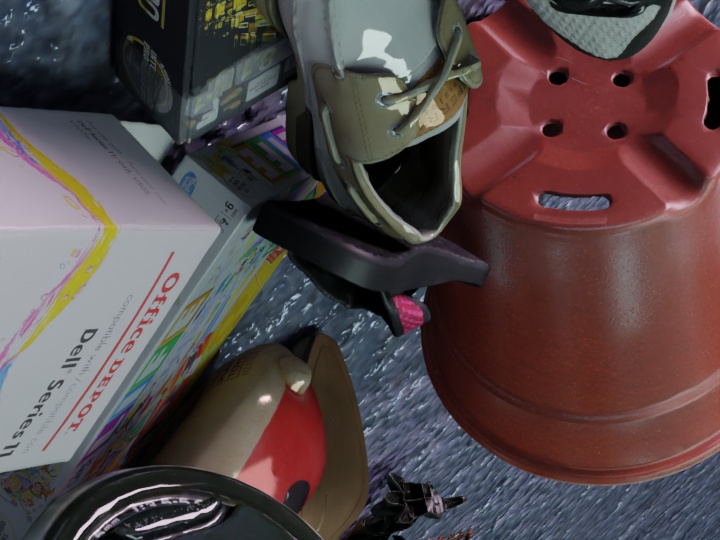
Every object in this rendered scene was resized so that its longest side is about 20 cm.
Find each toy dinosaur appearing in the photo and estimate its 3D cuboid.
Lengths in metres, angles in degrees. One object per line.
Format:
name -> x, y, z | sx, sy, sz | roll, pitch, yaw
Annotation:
toy dinosaur -> 0.008, 0.201, 1.278 | 0.135, 0.102, 0.200 | -33, -175, 42

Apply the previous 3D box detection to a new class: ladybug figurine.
ladybug figurine -> -0.080, 0.117, 0.913 | 0.200, 0.072, 0.136 | -47, -174, 30

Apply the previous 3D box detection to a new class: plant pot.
plant pot -> 0.116, -0.028, 0.931 | 0.200, 0.201, 0.196 | -38, 149, -15

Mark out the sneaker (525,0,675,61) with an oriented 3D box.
sneaker -> 0.074, -0.119, 0.660 | 0.200, 0.075, 0.088 | 64, 30, -61

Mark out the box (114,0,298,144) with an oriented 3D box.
box -> 0.002, -0.152, 0.678 | 0.199, 0.049, 0.162 | -33, 158, -28

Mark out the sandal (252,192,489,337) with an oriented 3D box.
sandal -> 0.000, 0.000, 0.783 | 0.045, 0.075, 0.200 | -68, 164, 8

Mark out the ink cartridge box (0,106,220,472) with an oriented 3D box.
ink cartridge box -> -0.127, 0.009, 0.636 | 0.117, 0.067, 0.199 | -55, 157, 21

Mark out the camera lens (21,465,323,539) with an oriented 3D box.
camera lens -> -0.095, 0.191, 0.787 | 0.159, 0.160, 0.200 | -23, 157, -42

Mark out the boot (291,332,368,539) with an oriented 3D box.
boot -> -0.070, 0.145, 1.008 | 0.145, 0.202, 0.070 | -19, 149, 35

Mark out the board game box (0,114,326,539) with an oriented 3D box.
board game box -> -0.089, 0.028, 0.801 | 0.201, 0.034, 0.134 | -54, 173, 21

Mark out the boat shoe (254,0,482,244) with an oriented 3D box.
boat shoe -> 0.011, -0.078, 0.670 | 0.075, 0.068, 0.200 | -39, 159, -13
